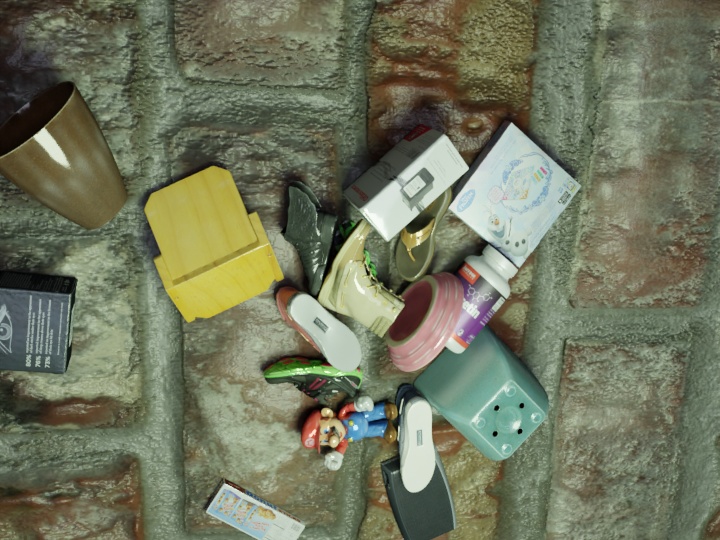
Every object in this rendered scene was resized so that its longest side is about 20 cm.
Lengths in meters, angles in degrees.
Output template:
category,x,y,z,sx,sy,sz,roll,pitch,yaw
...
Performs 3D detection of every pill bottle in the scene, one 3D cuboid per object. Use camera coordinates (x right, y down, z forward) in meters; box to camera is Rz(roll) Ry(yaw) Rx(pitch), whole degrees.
category,x,y,z,sx,sy,sz,roll,pitch,yaw
pill bottle,0.212,0.052,1.697,0.112,0.113,0.201,38,94,-19

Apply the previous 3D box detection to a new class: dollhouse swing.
category,x,y,z,sx,sy,sz,roll,pitch,yaw
dollhouse swing,-0.273,-0.050,1.597,0.197,0.178,0.183,-25,151,-6

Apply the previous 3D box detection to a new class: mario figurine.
category,x,y,z,sx,sy,sz,roll,pitch,yaw
mario figurine,-0.020,0.318,1.715,0.195,0.106,0.126,-7,76,-18

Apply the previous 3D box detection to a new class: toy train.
category,x,y,z,sx,sy,sz,roll,pitch,yaw
toy train,0.000,0.000,1.673,0.055,0.042,0.203,-24,109,6

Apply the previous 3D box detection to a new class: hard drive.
category,x,y,z,sx,sy,sz,roll,pitch,yaw
hard drive,0.127,0.472,1.827,0.132,0.042,0.204,-20,108,-8

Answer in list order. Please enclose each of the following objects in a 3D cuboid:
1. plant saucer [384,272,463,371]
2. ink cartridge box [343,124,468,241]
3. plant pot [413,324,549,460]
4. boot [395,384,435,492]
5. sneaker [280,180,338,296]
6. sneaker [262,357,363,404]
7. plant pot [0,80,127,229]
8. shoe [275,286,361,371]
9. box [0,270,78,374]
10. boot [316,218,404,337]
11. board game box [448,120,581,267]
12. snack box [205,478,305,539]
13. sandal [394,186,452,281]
category,x,y,z,sx,sy,sz,roll,pitch,yaw
plant saucer,0.110,0.087,1.634,0.050,0.201,0.202,33,96,-23
ink cartridge box,0.078,-0.161,1.590,0.199,0.145,0.084,-41,112,0
plant pot,0.255,0.251,1.715,0.196,0.200,0.196,-46,110,2
boot,0.106,0.334,1.762,0.071,0.090,0.205,-2,108,-15
sneaker,-0.101,-0.056,1.622,0.102,0.060,0.203,17,118,5
sneaker,-0.091,0.216,1.690,0.195,0.077,0.086,6,100,-13
plant pot,-0.482,-0.172,1.453,0.186,0.187,0.201,-37,124,-1
shoe,-0.079,0.107,1.657,0.072,0.091,0.200,-47,118,-10
box,-0.600,0.086,1.520,0.195,0.104,0.151,7,104,-14
boot,0.019,0.018,1.608,0.153,0.073,0.202,29,121,5
board game box,0.294,-0.146,1.698,0.198,0.043,0.201,36,95,-20
snack box,-0.210,0.495,1.764,0.198,0.024,0.073,34,96,-19
sandal,0.111,-0.082,1.650,0.054,0.079,0.204,13,100,-57
